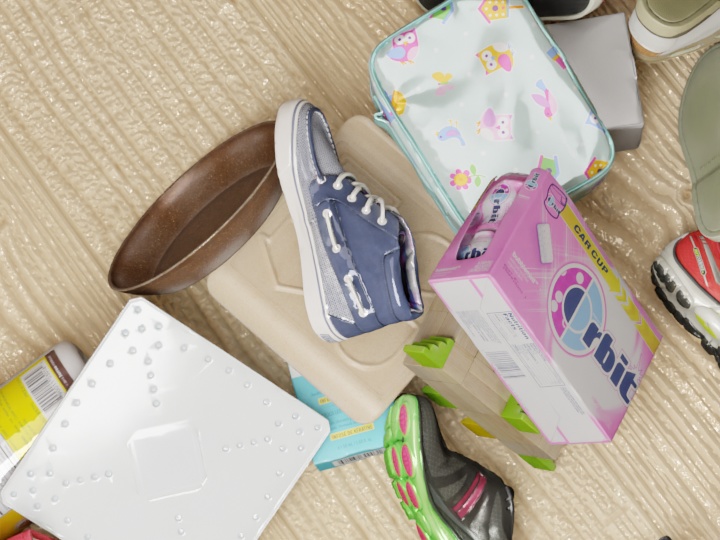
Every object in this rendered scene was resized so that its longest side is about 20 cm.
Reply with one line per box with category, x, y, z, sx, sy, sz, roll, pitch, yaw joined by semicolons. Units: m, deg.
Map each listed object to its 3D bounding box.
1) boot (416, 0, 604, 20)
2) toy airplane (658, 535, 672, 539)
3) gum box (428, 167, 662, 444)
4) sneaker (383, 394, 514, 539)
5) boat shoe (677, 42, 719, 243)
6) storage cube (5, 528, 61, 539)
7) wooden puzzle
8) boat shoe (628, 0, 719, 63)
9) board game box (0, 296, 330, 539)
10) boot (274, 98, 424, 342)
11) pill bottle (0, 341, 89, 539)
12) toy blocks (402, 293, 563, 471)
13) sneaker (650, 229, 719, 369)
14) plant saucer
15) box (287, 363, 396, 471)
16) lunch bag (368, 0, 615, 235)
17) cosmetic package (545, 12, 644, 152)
boot;0.155;-0.267;1.759;0.199;0.144;0.073;6;118;36
toy airplane;0.275;0.322;1.576;0.199;0.141;0.200;4;61;39
gum box;0.145;0.027;1.560;0.066;0.200;0.114;-7;41;44
sneaker;0.080;0.185;1.646;0.083;0.077;0.201;-30;106;-17
boat shoe;0.321;-0.102;1.701;0.074;0.066;0.200;-35;42;36
storage cube;-0.293;0.332;1.608;0.179;0.171;0.201;-24;77;0
wooden puzzle;0.000;0.000;1.673;0.185;0.046;0.200;40;79;6
boat shoe;0.308;-0.242;1.729;0.199;0.069;0.075;-26;68;-25
board game box;-0.159;0.153;1.633;0.199;0.026;0.201;34;92;-14
boot;-0.005;-0.048;1.608;0.090;0.073;0.201;-14;86;27
pill bottle;-0.293;0.158;1.678;0.200;0.109;0.109;-37;77;-3
toy blocks;0.126;0.057;1.639;0.200;0.100;0.137;39;69;-33
sneaker;0.331;0.045;1.667;0.085;0.077;0.200;-37;77;-9
plant saucer;-0.128;-0.044;1.685;0.200;0.200;0.037;-45;111;-5
box;-0.024;0.062;1.706;0.082;0.049;0.201;-16;77;1
lunch bag;0.101;-0.128;1.640;0.160;0.077;0.201;-31;82;1
cosmetic package;0.139;-0.148;1.721;0.198;0.090;0.108;-6;78;1
